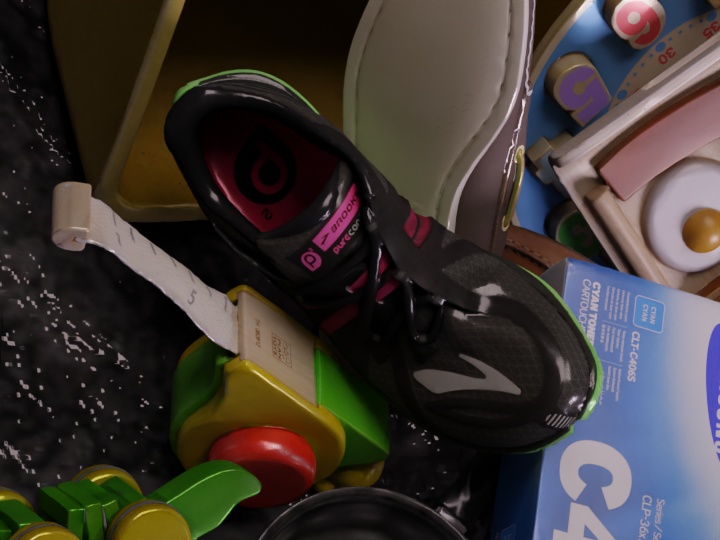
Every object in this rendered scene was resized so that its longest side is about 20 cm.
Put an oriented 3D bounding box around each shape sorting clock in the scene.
[{"bbox_3d":[0.151,-0.070,0.985,0.199,0.201,0.039,-5,41,-32],"label":"shape sorting clock"}]

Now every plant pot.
[{"bbox_3d":[-0.029,-0.159,0.964,0.194,0.195,0.201,-1,45,-29],"label":"plant pot"}]

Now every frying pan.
[{"bbox_3d":[0.010,0.106,0.861,0.114,0.031,0.191,21,60,-16],"label":"frying pan"}]

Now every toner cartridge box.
[{"bbox_3d":[0.100,0.104,0.862,0.094,0.043,0.202,16,65,-17],"label":"toner cartridge box"}]

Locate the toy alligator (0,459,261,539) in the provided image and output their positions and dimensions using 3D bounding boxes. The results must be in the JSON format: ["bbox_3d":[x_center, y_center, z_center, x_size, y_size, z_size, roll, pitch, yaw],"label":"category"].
[{"bbox_3d":[-0.126,0.110,0.794,0.199,0.059,0.055,-10,105,-27],"label":"toy alligator"}]

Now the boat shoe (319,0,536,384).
[{"bbox_3d":[0.033,-0.048,0.897,0.071,0.202,0.059,20,22,24],"label":"boat shoe"}]

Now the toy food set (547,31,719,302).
[{"bbox_3d":[0.185,-0.016,0.955,0.200,0.143,0.060,54,1,-26],"label":"toy food set"}]

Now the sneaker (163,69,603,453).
[{"bbox_3d":[0.000,0.000,0.838,0.199,0.077,0.084,37,9,13],"label":"sneaker"}]

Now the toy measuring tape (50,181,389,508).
[{"bbox_3d":[-0.062,0.037,0.845,0.200,0.073,0.074,38,38,-40],"label":"toy measuring tape"}]

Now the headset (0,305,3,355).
[{"bbox_3d":[-0.188,0.036,0.768,0.122,0.095,0.201,6,36,-4],"label":"headset"}]

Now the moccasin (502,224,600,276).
[{"bbox_3d":[0.098,0.067,0.941,0.078,0.074,0.202,-26,80,-49],"label":"moccasin"}]
